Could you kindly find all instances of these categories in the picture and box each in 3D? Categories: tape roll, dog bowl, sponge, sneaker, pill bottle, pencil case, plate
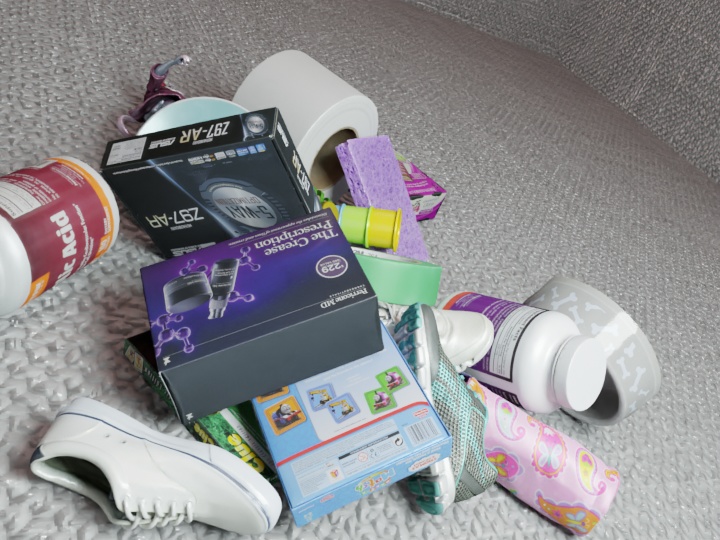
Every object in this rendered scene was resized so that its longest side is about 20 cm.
[{"bbox_3d":[0.000,0.000,0.874,0.196,0.049,0.200,11,4,-1],"label":"tape roll"},{"bbox_3d":[0.270,0.107,0.887,0.058,0.202,0.200,-38,63,-22],"label":"dog bowl"},{"bbox_3d":[0.036,-0.097,1.048,0.111,0.029,0.204,-22,93,-53],"label":"sponge"},{"bbox_3d":[0.084,0.132,0.711,0.089,0.077,0.205,-2,76,-24],"label":"sneaker"},{"bbox_3d":[-0.331,-0.028,0.672,0.113,0.116,0.200,28,30,4],"label":"pill bottle"},{"bbox_3d":[0.046,0.070,0.774,0.195,0.082,0.076,-6,46,9],"label":"sneaker"},{"bbox_3d":[-0.087,-0.201,1.057,0.138,0.205,0.201,38,31,21],"label":"tape roll"},{"bbox_3d":[0.175,0.094,0.819,0.111,0.115,0.198,-2,10,-40],"label":"pill bottle"},{"bbox_3d":[0.174,0.196,0.763,0.198,0.089,0.087,31,29,10],"label":"pencil case"},{"bbox_3d":[-0.196,-0.120,0.903,0.197,0.204,0.026,24,-12,-4],"label":"plate"},{"bbox_3d":[-0.161,0.171,0.555,0.196,0.074,0.071,19,38,5],"label":"sneaker"}]

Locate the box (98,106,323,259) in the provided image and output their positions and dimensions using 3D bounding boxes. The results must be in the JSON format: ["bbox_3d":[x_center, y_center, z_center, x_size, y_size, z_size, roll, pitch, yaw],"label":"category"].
[{"bbox_3d":[-0.156,-0.087,0.778,0.195,0.161,0.044,-8,52,12],"label":"box"}]

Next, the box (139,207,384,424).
[{"bbox_3d":[-0.094,0.036,0.670,0.196,0.080,0.142,-19,47,-11],"label":"box"}]

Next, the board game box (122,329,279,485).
[{"bbox_3d":[-0.132,0.122,0.692,0.199,0.024,0.104,41,31,24],"label":"board game box"}]

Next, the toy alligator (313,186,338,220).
[{"bbox_3d":[-0.088,-0.092,0.874,0.198,0.059,0.055,27,58,-41],"label":"toy alligator"}]

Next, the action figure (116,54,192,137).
[{"bbox_3d":[-0.294,-0.238,1.089,0.148,0.135,0.200,-33,37,-9],"label":"action figure"}]

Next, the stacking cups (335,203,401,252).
[{"bbox_3d":[-0.042,-0.069,0.981,0.195,0.062,0.061,9,27,10],"label":"stacking cups"}]

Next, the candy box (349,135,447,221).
[{"bbox_3d":[0.037,-0.165,1.245,0.200,0.062,0.135,42,33,26],"label":"candy box"}]

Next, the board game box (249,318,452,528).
[{"bbox_3d":[-0.026,0.114,0.663,0.149,0.037,0.201,-20,48,-13],"label":"board game box"}]
